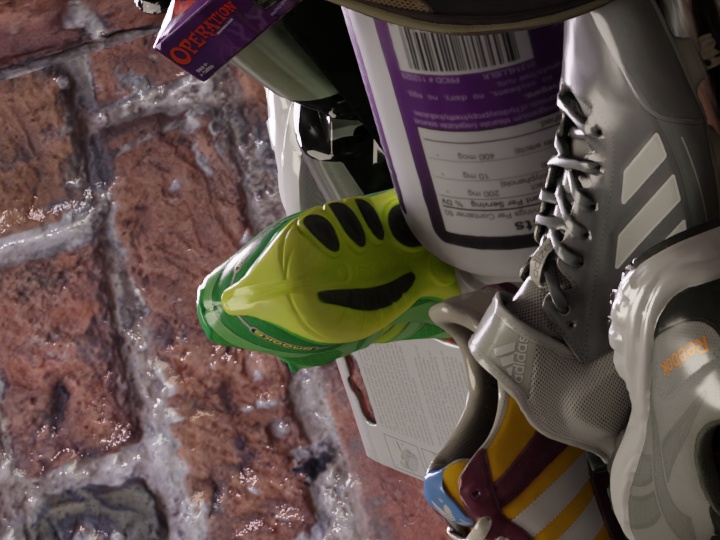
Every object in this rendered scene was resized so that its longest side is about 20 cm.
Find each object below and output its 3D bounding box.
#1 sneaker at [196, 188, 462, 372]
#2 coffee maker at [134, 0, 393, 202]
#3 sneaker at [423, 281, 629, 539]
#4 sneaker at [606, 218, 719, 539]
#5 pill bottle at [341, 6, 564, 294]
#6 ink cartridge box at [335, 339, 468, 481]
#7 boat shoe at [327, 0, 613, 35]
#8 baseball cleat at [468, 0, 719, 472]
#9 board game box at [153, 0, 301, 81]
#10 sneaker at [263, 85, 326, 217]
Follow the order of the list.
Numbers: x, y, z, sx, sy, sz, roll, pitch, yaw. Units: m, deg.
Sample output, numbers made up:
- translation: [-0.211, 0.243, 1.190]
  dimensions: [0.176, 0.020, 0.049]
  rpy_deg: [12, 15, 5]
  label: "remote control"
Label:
- translation: [0.000, 0.000, 1.181]
  dimensions: [0.200, 0.083, 0.074]
  rpy_deg: [-1, -102, -60]
  label: "sneaker"
- translation: [0.026, -0.110, 1.223]
  dimensions: [0.200, 0.192, 0.135]
  rpy_deg: [47, -123, -44]
  label: "coffee maker"
- translation: [0.065, 0.104, 1.062]
  dimensions: [0.075, 0.090, 0.200]
  rpy_deg: [146, 123, -65]
  label: "sneaker"
- translation: [0.127, 0.071, 0.963]
  dimensions: [0.200, 0.074, 0.079]
  rpy_deg: [74, 174, -52]
  label: "sneaker"
- translation: [0.060, -0.069, 1.098]
  dimensions: [0.111, 0.111, 0.200]
  rpy_deg: [-108, 1, -54]
  label: "pill bottle"
- translation: [0.076, 0.065, 1.368]
  dimensions: [0.200, 0.050, 0.109]
  rpy_deg: [19, 137, 41]
  label: "ink cartridge box"
- translation: [0.001, -0.121, 0.912]
  dimensions: [0.073, 0.200, 0.075]
  rpy_deg: [43, -129, -74]
  label: "boat shoe"
- translation: [0.081, -0.012, 0.976]
  dimensions: [0.070, 0.106, 0.200]
  rpy_deg: [-120, 9, -62]
  label: "baseball cleat"
- translation: [-0.010, -0.174, 1.059]
  dimensions: [0.120, 0.032, 0.200]
  rpy_deg: [-40, 26, 48]
  label: "board game box"
- translation: [-0.030, -0.110, 1.382]
  dimensions: [0.116, 0.074, 0.200]
  rpy_deg: [28, 124, 49]
  label: "sneaker"
